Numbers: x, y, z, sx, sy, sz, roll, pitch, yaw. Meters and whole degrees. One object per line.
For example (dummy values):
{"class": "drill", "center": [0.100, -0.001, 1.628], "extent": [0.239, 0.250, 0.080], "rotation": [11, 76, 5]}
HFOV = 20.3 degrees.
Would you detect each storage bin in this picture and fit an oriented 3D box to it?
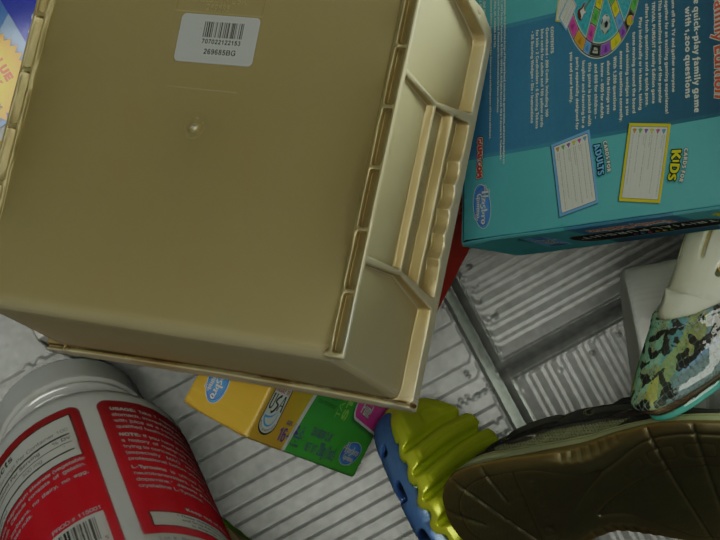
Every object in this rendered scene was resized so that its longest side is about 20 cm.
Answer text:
{"class": "storage bin", "center": [-0.060, -0.054, 0.940], "extent": [0.199, 0.094, 0.200], "rotation": [8, 79, 24]}

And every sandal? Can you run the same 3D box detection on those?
{"class": "sandal", "center": [0.059, 0.162, 1.064], "extent": [0.087, 0.079, 0.201], "rotation": [-42, 68, 40]}

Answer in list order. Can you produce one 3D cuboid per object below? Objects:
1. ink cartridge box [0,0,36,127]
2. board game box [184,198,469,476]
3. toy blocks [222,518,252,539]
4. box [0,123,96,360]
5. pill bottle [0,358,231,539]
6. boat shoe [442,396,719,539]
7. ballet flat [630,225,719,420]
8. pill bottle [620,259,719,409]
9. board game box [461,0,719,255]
{"class": "ink cartridge box", "center": [-0.225, -0.120, 1.103], "extent": [0.199, 0.076, 0.137], "rotation": [-32, 84, -1]}
{"class": "board game box", "center": [0.000, 0.000, 1.037], "extent": [0.040, 0.153, 0.201], "rotation": [26, 88, 24]}
{"class": "toy blocks", "center": [-0.004, 0.211, 1.020], "extent": [0.137, 0.200, 0.100], "rotation": [38, 87, -35]}
{"class": "box", "center": [-0.105, -0.053, 1.069], "extent": [0.199, 0.101, 0.113], "rotation": [-33, 77, 1]}
{"class": "pill bottle", "center": [-0.127, 0.133, 1.010], "extent": [0.112, 0.200, 0.113], "rotation": [-10, 123, -16]}
{"class": "boat shoe", "center": [0.138, 0.092, 0.987], "extent": [0.200, 0.066, 0.072], "rotation": [-12, 115, 25]}
{"class": "ballet flat", "center": [0.193, -0.010, 0.964], "extent": [0.200, 0.074, 0.074], "rotation": [-37, 84, -21]}
{"class": "pill bottle", "center": [0.240, 0.030, 1.042], "extent": [0.199, 0.110, 0.110], "rotation": [-9, 85, 3]}
{"class": "board game box", "center": [0.135, -0.093, 0.948], "extent": [0.199, 0.047, 0.152], "rotation": [-7, 79, 46]}
